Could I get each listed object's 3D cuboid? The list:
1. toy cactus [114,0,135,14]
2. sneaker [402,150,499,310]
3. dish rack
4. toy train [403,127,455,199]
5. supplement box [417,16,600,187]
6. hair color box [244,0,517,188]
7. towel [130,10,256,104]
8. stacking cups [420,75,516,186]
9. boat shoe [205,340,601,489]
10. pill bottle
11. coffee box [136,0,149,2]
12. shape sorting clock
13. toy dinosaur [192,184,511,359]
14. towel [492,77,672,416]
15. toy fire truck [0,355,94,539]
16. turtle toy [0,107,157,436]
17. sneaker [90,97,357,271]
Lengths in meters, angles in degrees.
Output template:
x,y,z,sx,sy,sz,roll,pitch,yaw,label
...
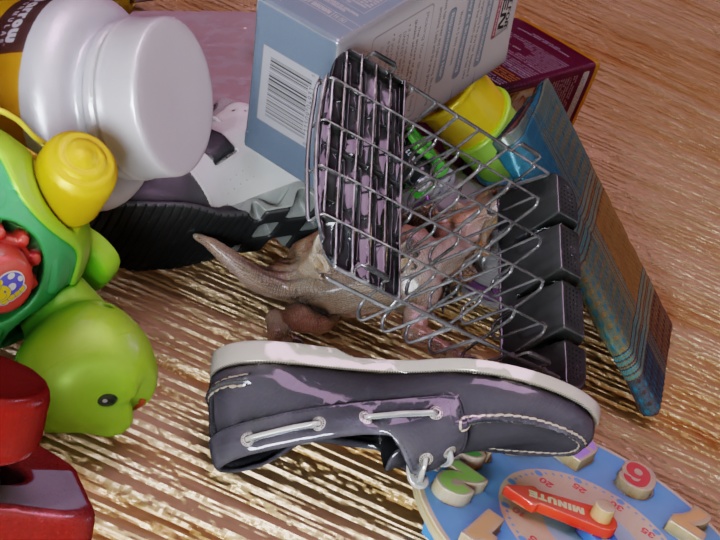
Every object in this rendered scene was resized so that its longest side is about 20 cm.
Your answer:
x,y,z,sx,sy,sz,roll,pitch,yaw,label
-0.248,-0.170,0.898,0.165,0.103,0.200,-39,72,-16,toy cactus
0.068,-0.023,0.949,0.099,0.075,0.200,26,13,-50,sneaker
0.043,-0.019,0.730,0.199,0.054,0.155,27,49,-33,dish rack
-0.001,-0.115,0.905,0.056,0.042,0.201,22,27,-52,toy train
0.095,-0.123,1.082,0.085,0.111,0.199,33,28,21,supplement box
0.020,-0.141,0.818,0.060,0.100,0.199,32,46,23,hair color box
-0.137,-0.135,0.956,0.197,0.033,0.192,0,31,-3,towel
0.114,-0.067,0.967,0.200,0.060,0.061,43,14,-33,stacking cups
0.020,0.081,0.686,0.197,0.073,0.064,7,62,-3,boat shoe
-0.179,-0.084,0.717,0.197,0.111,0.109,-1,18,24,pill bottle
-0.224,-0.248,1.064,0.113,0.081,0.199,13,21,26,coffee box
0.119,0.135,0.710,0.197,0.040,0.201,18,28,-10,shape sorting clock
0.000,0.000,0.828,0.197,0.087,0.136,0,19,-5,toy dinosaur
0.150,-0.018,0.909,0.202,0.021,0.147,61,24,-10,towel
-0.205,0.069,0.525,0.197,0.114,0.168,11,10,-24,toy fire truck
-0.177,-0.001,0.642,0.199,0.146,0.102,33,48,-11,turtle toy
-0.093,-0.056,0.819,0.198,0.074,0.090,-8,67,-40,sneaker
